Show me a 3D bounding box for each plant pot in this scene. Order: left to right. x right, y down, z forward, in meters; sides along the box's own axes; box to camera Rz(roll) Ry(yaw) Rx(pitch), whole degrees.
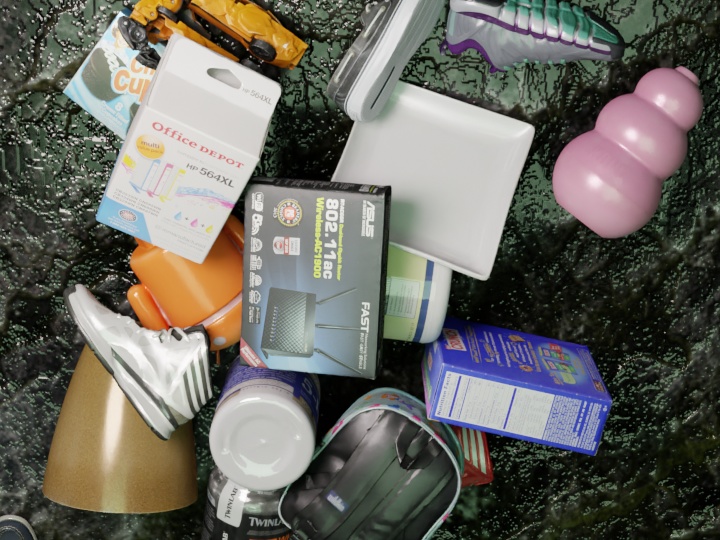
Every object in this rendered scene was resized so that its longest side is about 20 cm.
[{"bbox_3d":[-0.276,0.166,1.434,0.183,0.186,0.203,6,93,-1],"label":"plant pot"}]

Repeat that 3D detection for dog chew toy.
[{"bbox_3d":[0.304,-0.137,1.336,0.124,0.125,0.201,34,100,-11],"label":"dog chew toy"}]

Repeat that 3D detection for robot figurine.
[{"bbox_3d":[-0.187,0.007,1.394,0.116,0.144,0.201,-21,110,34],"label":"robot figurine"},{"bbox_3d":[-0.166,-0.256,1.310,0.199,0.058,0.146,32,75,-11],"label":"robot figurine"}]

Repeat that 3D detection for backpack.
[{"bbox_3d":[0.024,0.241,1.397,0.177,0.151,0.201,38,108,1],"label":"backpack"}]

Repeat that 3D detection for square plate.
[{"bbox_3d":[0.074,-0.103,1.329,0.196,0.029,0.202,19,66,5],"label":"square plate"}]

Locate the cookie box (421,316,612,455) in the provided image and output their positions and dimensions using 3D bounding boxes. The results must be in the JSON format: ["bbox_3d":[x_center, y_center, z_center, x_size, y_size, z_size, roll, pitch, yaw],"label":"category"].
[{"bbox_3d":[0.175,0.129,1.405,0.197,0.171,0.076,13,107,-3],"label":"cookie box"}]

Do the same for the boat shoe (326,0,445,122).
[{"bbox_3d":[0.027,-0.262,1.315,0.071,0.072,0.201,33,93,22],"label":"boat shoe"}]

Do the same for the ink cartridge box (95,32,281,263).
[{"bbox_3d":[-0.176,-0.133,1.255,0.127,0.126,0.201,23,135,-13],"label":"ink cartridge box"}]

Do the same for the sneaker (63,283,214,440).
[{"bbox_3d":[-0.236,0.077,1.343,0.115,0.076,0.201,-38,89,-10],"label":"sneaker"}]

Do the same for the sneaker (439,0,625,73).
[{"bbox_3d":[0.188,-0.252,1.329,0.197,0.075,0.088,18,126,2],"label":"sneaker"}]

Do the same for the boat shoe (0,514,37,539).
[{"bbox_3d":[-0.465,0.418,1.574,0.074,0.062,0.203,13,109,-2],"label":"boat shoe"}]

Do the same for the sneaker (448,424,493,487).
[{"bbox_3d":[0.103,0.276,1.509,0.114,0.079,0.202,17,111,-4],"label":"sneaker"}]

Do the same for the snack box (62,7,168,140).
[{"bbox_3d":[-0.222,-0.187,1.364,0.199,0.037,0.116,38,106,-12],"label":"snack box"}]

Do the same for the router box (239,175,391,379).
[{"bbox_3d":[-0.047,0.007,1.267,0.148,0.062,0.203,4,102,8],"label":"router box"}]

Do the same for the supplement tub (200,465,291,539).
[{"bbox_3d":[-0.136,0.315,1.501,0.121,0.123,0.203,8,110,-2],"label":"supplement tub"}]

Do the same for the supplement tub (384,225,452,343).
[{"bbox_3d":[0.000,0.000,1.372,0.197,0.145,0.147,7,110,-2],"label":"supplement tub"}]

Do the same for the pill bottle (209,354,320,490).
[{"bbox_3d":[-0.106,0.155,1.400,0.118,0.200,0.121,0,111,1],"label":"pill bottle"}]
